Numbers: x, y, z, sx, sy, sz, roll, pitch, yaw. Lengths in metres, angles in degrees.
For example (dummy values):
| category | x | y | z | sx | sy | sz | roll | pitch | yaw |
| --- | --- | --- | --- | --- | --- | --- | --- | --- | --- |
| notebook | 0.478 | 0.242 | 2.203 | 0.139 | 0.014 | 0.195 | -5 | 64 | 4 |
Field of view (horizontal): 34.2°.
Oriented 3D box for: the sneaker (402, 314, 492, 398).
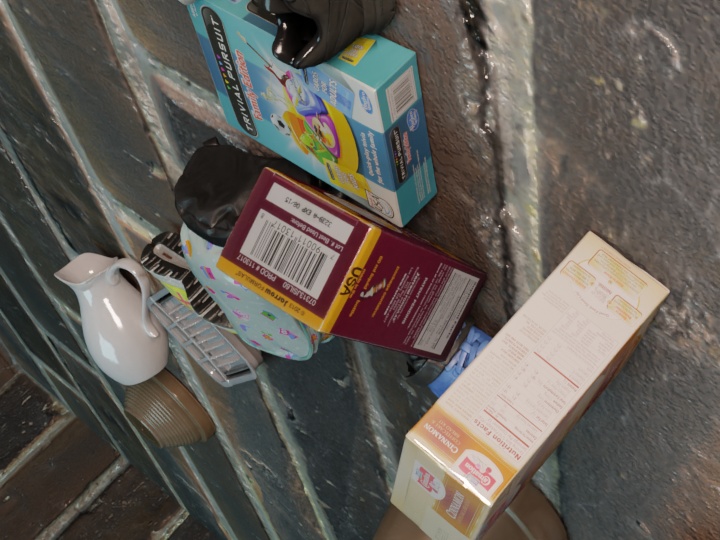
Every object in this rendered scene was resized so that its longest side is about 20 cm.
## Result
| category | x | y | z | sx | sy | sz | roll | pitch | yaw |
| --- | --- | --- | --- | --- | --- | --- | --- | --- | --- |
| sneaker | 0.102 | 0.083 | 0.998 | 0.111 | 0.077 | 0.200 | 41 | 167 | -15 |

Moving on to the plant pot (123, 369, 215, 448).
| category | x | y | z | sx | sy | sz | roll | pitch | yaw |
| --- | --- | --- | --- | --- | --- | --- | --- | --- | --- |
| plant pot | -0.368 | 0.259 | 2.147 | 0.201 | 0.093 | 0.201 | 37 | 156 | 19 |

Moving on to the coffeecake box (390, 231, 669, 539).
| category | x | y | z | sx | sy | sz | roll | pitch | yaw |
| --- | --- | --- | --- | --- | --- | --- | --- | --- | --- |
| coffeecake box | 0.115 | 0.093 | 0.825 | 0.073 | 0.200 | 0.154 | 39 | 158 | 15 |

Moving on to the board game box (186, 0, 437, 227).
| category | x | y | z | sx | sy | sz | roll | pitch | yaw |
| --- | --- | --- | --- | --- | --- | --- | --- | --- | --- |
| board game box | -0.038 | -0.137 | 0.899 | 0.200 | 0.047 | 0.151 | 32 | 155 | 29 |

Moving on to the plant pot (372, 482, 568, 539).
| category | x | y | z | sx | sy | sz | roll | pitch | yaw |
| --- | --- | --- | --- | --- | --- | --- | --- | --- | --- |
| plant pot | 0.096 | 0.300 | 1.272 | 0.200 | 0.174 | 0.200 | 37 | 156 | 20 |

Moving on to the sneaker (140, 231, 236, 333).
| category | x | y | z | sx | sy | sz | roll | pitch | yaw |
| --- | --- | --- | --- | --- | --- | --- | --- | --- | --- |
| sneaker | -0.179 | 0.024 | 1.424 | 0.200 | 0.078 | 0.090 | 35 | 165 | 37 |

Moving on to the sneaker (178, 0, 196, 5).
| category | x | y | z | sx | sy | sz | roll | pitch | yaw |
| --- | --- | --- | --- | --- | --- | --- | --- | --- | --- |
| sneaker | -0.125 | -0.274 | 0.786 | 0.082 | 0.074 | 0.200 | 40 | 147 | 19 |

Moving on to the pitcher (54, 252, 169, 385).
| category | x | y | z | sx | sy | sz | roll | pitch | yaw |
| --- | --- | --- | --- | --- | --- | --- | --- | --- | --- |
| pitcher | -0.356 | 0.071 | 1.778 | 0.171 | 0.121 | 0.200 | -3 | 119 | 43 |

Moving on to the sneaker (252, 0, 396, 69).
| category | x | y | z | sx | sy | sz | roll | pitch | yaw |
| --- | --- | --- | --- | --- | --- | --- | --- | --- | --- |
| sneaker | -0.037 | -0.206 | 0.714 | 0.076 | 0.091 | 0.200 | 30 | 153 | 38 |

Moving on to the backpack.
| category | x | y | z | sx | sy | sz | roll | pitch | yaw |
| --- | --- | --- | --- | --- | --- | --- | --- | --- | --- |
| backpack | -0.081 | -0.013 | 1.093 | 0.167 | 0.127 | 0.200 | 23 | 153 | 37 |

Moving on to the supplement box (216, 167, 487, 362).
| category | x | y | z | sx | sy | sz | roll | pitch | yaw |
| --- | --- | --- | --- | --- | --- | --- | --- | --- | --- |
| supplement box | 0.000 | 0.000 | 0.904 | 0.110 | 0.086 | 0.200 | 31 | -174 | 31 |

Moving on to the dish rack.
| category | x | y | z | sx | sy | sz | roll | pitch | yaw |
| --- | --- | --- | --- | --- | --- | --- | --- | --- | --- |
| dish rack | -0.208 | 0.081 | 1.604 | 0.172 | 0.044 | 0.200 | 49 | 158 | -7 |
